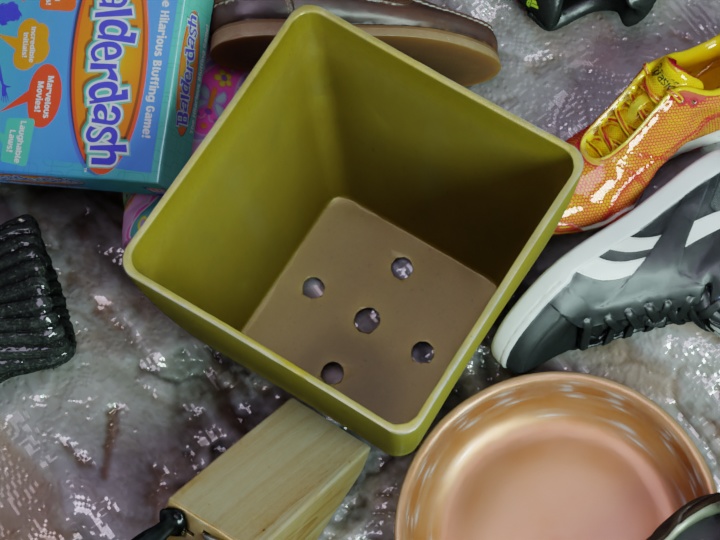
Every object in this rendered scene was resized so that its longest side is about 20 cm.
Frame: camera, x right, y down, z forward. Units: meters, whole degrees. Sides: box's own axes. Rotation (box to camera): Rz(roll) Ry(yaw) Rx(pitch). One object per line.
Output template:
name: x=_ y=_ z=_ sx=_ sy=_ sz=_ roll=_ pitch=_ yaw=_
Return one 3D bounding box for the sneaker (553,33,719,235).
sneaker: x=0.177 y=-0.095 z=1.466 sx=0.199 sy=0.077 sz=0.073 roll=-36 pitch=49 yaw=-11

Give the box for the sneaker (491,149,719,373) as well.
sneaker: x=0.186 y=0.022 z=1.433 sx=0.200 sy=0.073 sz=0.112 roll=-38 pitch=71 yaw=-9

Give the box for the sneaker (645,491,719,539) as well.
sneaker: x=0.152 y=0.200 z=1.337 sx=0.070 sy=0.076 sz=0.200 roll=40 pitch=79 yaw=16

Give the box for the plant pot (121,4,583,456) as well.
plant pot: x=0.000 y=0.000 z=1.400 sx=0.199 sy=0.177 sz=0.201 roll=30 pitch=72 yaw=14

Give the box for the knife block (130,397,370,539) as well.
knife block: x=-0.078 y=0.153 z=1.360 sx=0.064 sy=0.176 sz=0.201 roll=31 pitch=76 yaw=14

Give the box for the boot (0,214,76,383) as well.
boot: x=-0.281 y=-0.011 z=1.484 sx=0.157 sy=0.079 sz=0.212 roll=-25 pitch=81 yaw=4

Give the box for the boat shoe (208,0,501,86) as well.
boat shoe: x=-0.003 y=-0.163 z=1.490 sx=0.198 sy=0.070 sz=0.071 roll=7 pitch=64 yaw=-22

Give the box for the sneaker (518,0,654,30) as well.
sneaker: x=0.108 y=-0.203 z=1.509 sx=0.198 sy=0.074 sz=0.088 roll=7 pitch=66 yaw=3

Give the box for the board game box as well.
board game box: x=-0.195 y=-0.130 z=1.456 sx=0.198 sy=0.045 sz=0.154 roll=4 pitch=81 yaw=20

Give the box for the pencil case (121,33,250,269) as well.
pencil case: x=-0.113 y=-0.096 z=1.497 sx=0.087 sy=0.088 sz=0.202 roll=-2 pitch=70 yaw=5

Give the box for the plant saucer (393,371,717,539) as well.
plant saucer: x=0.120 y=0.162 z=1.412 sx=0.198 sy=0.037 sz=0.202 roll=-1 pitch=72 yaw=4
